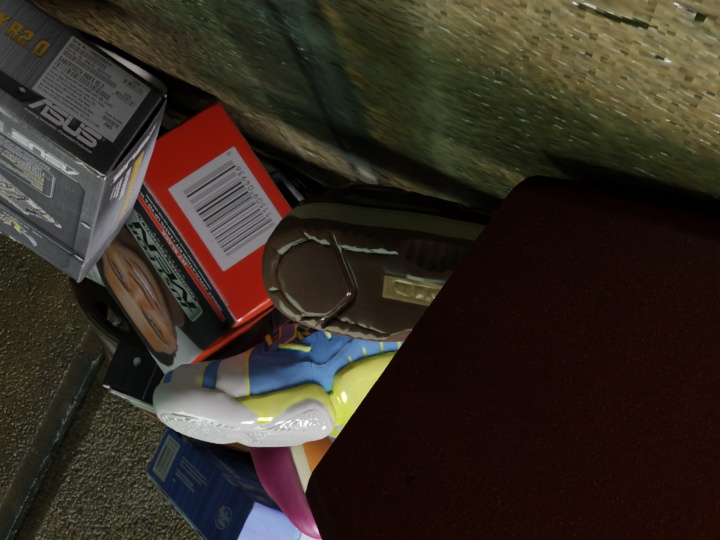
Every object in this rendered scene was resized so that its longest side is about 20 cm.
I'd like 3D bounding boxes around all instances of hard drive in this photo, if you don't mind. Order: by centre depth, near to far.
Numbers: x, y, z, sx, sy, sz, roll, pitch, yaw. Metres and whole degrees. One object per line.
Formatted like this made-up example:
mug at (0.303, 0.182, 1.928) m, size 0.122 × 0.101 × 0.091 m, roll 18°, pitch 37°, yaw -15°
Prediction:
hard drive at (-0.061, 0.109, 0.987) m, size 0.199 × 0.038 × 0.140 m, roll 16°, pitch 170°, yaw 29°

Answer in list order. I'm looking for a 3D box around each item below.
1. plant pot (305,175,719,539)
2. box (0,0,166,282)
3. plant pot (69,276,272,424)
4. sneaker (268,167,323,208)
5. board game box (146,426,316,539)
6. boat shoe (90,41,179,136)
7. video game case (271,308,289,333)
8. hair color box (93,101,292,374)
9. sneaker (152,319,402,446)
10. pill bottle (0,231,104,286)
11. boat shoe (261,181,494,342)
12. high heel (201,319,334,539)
plant pot at (0.103, 0.084, 0.478) m, size 0.176 × 0.201 × 0.200 m, roll 37°, pitch -177°, yaw 36°
box at (-0.188, -0.087, 0.645) m, size 0.199 × 0.049 × 0.158 m, roll 34°, pitch 159°, yaw -3°
plant pot at (-0.131, 0.015, 1.132) m, size 0.199 × 0.201 × 0.198 m, roll 26°, pitch 169°, yaw 10°
sneaker at (0.000, 0.000, 0.849) m, size 0.108 × 0.070 × 0.199 m, roll 27°, pitch 180°, yaw -43°
board game box at (-0.020, 0.170, 0.920) m, size 0.198 × 0.044 × 0.200 m, roll 26°, pitch 177°, yaw -23°
boat shoe at (-0.141, -0.078, 0.811) m, size 0.074 × 0.061 × 0.200 m, roll 29°, pitch 176°, yaw -7°
video game case at (0.015, 0.087, 0.931) m, size 0.200 × 0.023 × 0.182 m, roll 47°, pitch -171°, yaw -17°
hair color box at (-0.093, -0.008, 0.797) m, size 0.102 × 0.061 × 0.200 m, roll 55°, pitch 160°, yaw 2°
sneaker at (-0.015, 0.037, 0.750) m, size 0.199 × 0.106 × 0.076 m, roll 5°, pitch 167°, yaw -33°
pill bottle at (-0.188, -0.059, 0.995) m, size 0.199 × 0.115 × 0.114 m, roll 26°, pitch 176°, yaw 11°
boat shoe at (0.062, 0.004, 0.633) m, size 0.201 × 0.075 × 0.075 m, roll 19°, pitch -150°, yaw 9°
high heel at (-0.066, 0.108, 0.833) m, size 0.067 × 0.096 × 0.200 m, roll 44°, pitch -170°, yaw -34°
